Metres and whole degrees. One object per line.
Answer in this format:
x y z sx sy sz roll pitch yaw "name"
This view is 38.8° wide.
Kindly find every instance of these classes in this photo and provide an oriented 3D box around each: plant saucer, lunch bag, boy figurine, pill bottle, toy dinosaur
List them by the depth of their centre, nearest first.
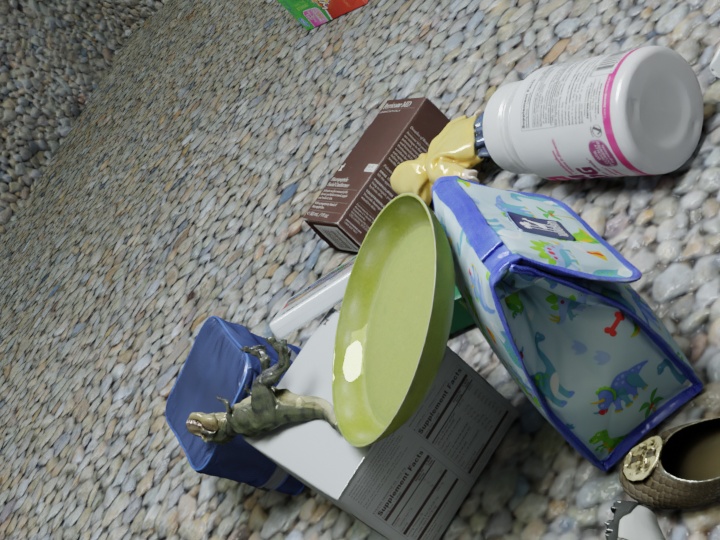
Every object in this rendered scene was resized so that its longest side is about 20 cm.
0.141 0.022 0.782 0.127 0.200 0.170 -44 26 9 "lunch bag"
0.027 0.040 0.802 0.200 0.031 0.202 -167 90 -71 "plant saucer"
-0.084 0.108 0.923 0.199 0.047 0.089 -15 73 44 "toy dinosaur"
0.216 -0.145 0.982 0.200 0.113 0.114 4 57 58 "pill bottle"
-0.113 0.143 1.088 0.137 0.132 0.200 -64 27 6 "lunch bag"
0.118 -0.131 1.168 0.200 0.064 0.125 -34 31 29 "boy figurine"

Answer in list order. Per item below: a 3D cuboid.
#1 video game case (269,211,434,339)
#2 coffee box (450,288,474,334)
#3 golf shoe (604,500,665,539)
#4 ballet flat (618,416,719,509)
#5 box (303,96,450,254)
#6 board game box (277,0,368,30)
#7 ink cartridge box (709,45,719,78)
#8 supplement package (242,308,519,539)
0.000 0.000 1.071 0.199 0.023 0.182 -33 4 3 "video game case"
0.065 0.025 1.065 0.199 0.044 0.123 -30 31 34 "coffee box"
0.200 0.215 0.599 0.094 0.078 0.201 -21 36 14 "golf shoe"
0.250 0.114 0.665 0.199 0.046 0.068 -19 38 45 "ballet flat"
0.026 -0.119 1.282 0.201 0.075 0.100 -54 27 -14 "box"
-0.088 -0.539 1.914 0.199 0.153 0.040 -6 50 54 "board game box"
0.338 -0.187 0.717 0.083 0.199 0.146 32 114 26 "ink cartridge box"
0.012 0.139 0.923 0.156 0.111 0.200 -55 27 -12 "supplement package"
